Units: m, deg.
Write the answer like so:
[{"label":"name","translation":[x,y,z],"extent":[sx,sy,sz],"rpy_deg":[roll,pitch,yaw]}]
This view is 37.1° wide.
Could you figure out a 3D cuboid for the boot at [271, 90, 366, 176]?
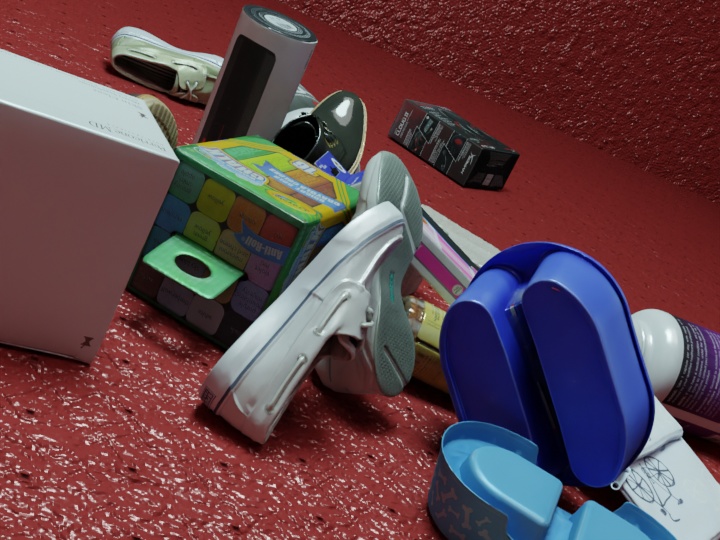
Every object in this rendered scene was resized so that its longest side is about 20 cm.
[{"label":"boot","translation":[-0.039,-0.134,1.068],"extent":[0.077,0.139,0.201],"rpy_deg":[23,59,4]}]

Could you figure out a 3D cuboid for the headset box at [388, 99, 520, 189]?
[{"label":"headset box","translation":[0.155,-0.223,1.864],"extent":[0.199,0.076,0.148],"rpy_deg":[38,21,29]}]

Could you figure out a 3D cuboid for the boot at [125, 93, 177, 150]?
[{"label":"boot","translation":[-0.232,-0.099,0.845],"extent":[0.165,0.073,0.200],"rpy_deg":[23,-24,1]}]

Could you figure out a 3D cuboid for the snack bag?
[{"label":"snack bag","translation":[0.254,0.159,0.944],"extent":[0.201,0.021,0.188],"rpy_deg":[54,27,20]}]

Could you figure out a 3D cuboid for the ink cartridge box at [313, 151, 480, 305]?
[{"label":"ink cartridge box","translation":[0.042,-0.041,0.979],"extent":[0.200,0.037,0.095],"rpy_deg":[44,13,-4]}]

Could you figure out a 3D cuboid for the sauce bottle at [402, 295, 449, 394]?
[{"label":"sauce bottle","translation":[0.110,0.092,0.943],"extent":[0.199,0.066,0.066],"rpy_deg":[30,16,-14]}]

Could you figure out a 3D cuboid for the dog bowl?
[{"label":"dog bowl","translation":[0.134,0.181,0.737],"extent":[0.199,0.050,0.111],"rpy_deg":[31,23,10]}]

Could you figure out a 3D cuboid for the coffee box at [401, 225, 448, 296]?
[{"label":"coffee box","translation":[-0.002,-0.025,1.071],"extent":[0.113,0.080,0.200],"rpy_deg":[35,19,14]}]

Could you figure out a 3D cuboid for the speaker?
[{"label":"speaker","translation":[-0.116,-0.157,1.080],"extent":[0.081,0.201,0.081],"rpy_deg":[22,23,-10]}]

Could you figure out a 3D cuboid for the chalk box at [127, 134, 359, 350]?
[{"label":"chalk box","translation":[-0.097,-0.023,0.856],"extent":[0.124,0.125,0.200],"rpy_deg":[30,18,10]}]

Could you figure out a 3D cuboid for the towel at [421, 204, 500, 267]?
[{"label":"towel","translation":[0.128,-0.023,1.336],"extent":[0.199,0.035,0.132],"rpy_deg":[32,19,14]}]

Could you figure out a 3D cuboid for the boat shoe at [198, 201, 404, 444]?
[{"label":"boat shoe","translation":[-0.025,0.037,0.754],"extent":[0.065,0.200,0.074],"rpy_deg":[39,-19,8]}]

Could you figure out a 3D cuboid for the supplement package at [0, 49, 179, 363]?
[{"label":"supplement package","translation":[-0.242,-0.052,0.674],"extent":[0.199,0.157,0.111],"rpy_deg":[16,21,-32]}]

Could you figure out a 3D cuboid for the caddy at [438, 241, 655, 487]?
[{"label":"caddy","translation":[0.147,0.080,0.834],"extent":[0.105,0.140,0.202],"rpy_deg":[-27,100,-63]}]

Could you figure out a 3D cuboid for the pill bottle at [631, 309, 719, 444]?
[{"label":"pill bottle","translation":[0.339,0.110,1.141],"extent":[0.198,0.113,0.113],"rpy_deg":[20,19,-22]}]

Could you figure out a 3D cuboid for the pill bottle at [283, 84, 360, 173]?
[{"label":"pill bottle","translation":[-0.082,-0.151,1.252],"extent":[0.113,0.115,0.200],"rpy_deg":[14,22,-35]}]

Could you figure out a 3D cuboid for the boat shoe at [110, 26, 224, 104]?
[{"label":"boat shoe","translation":[-0.238,-0.254,1.418],"extent":[0.198,0.072,0.062],"rpy_deg":[18,44,-16]}]

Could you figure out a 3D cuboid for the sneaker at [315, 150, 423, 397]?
[{"label":"sneaker","translation":[0.000,0.000,0.850],"extent":[0.080,0.202,0.070],"rpy_deg":[-7,-23,36]}]
